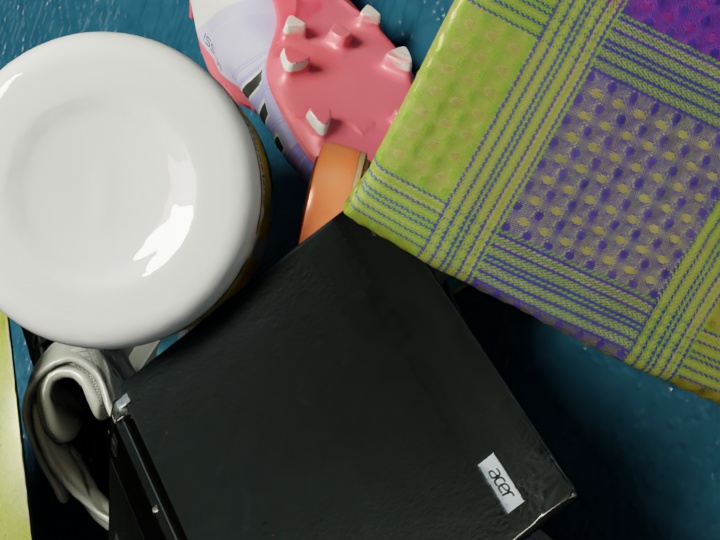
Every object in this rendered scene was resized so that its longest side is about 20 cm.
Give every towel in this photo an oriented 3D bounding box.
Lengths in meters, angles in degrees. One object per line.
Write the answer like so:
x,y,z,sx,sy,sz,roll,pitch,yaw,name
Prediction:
0.109,-0.034,0.756,0.144,0.199,0.023,-61,16,22,towel

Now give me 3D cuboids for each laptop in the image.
-0.017,0.109,0.821,0.178,0.102,0.201,-122,29,-50,laptop

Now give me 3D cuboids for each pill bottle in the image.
-0.090,-0.028,0.926,0.200,0.111,0.114,74,-153,-90,pill bottle

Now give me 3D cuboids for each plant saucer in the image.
-0.160,0.090,1.039,0.200,0.031,0.202,174,90,-82,plant saucer

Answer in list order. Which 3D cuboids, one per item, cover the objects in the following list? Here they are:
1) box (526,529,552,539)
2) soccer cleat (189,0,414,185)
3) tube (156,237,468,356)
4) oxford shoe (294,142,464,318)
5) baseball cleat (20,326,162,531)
0.002,0.182,0.879,0.112,0.101,0.201,37,109,45,box
-0.028,-0.084,0.991,0.201,0.066,0.077,-116,34,-42,soccer cleat
0.000,0.000,0.963,0.199,0.050,0.078,-35,59,31,tube
0.003,0.048,0.917,0.071,0.072,0.201,-77,-3,-53,oxford shoe
-0.117,0.031,1.034,0.069,0.106,0.201,-33,62,7,baseball cleat
